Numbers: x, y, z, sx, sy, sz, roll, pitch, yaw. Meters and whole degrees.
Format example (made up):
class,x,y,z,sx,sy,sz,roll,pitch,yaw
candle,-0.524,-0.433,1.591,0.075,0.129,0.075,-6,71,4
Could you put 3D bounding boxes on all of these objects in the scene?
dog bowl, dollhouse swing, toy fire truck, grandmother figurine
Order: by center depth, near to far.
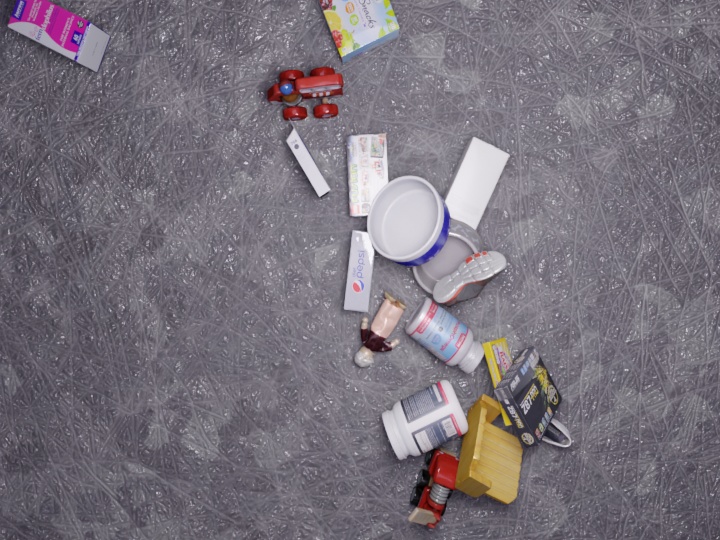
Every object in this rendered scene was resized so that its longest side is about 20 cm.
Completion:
class,x,y,z,sx,sy,sz,roll,pitch,yaw
dog bowl,0.116,-0.117,1.333,0.194,0.078,0.208,-9,73,29
toy fire truck,-0.135,-0.442,1.352,0.192,0.168,0.117,-5,94,2
dollhouse swing,0.343,0.457,1.374,0.170,0.184,0.205,19,58,3
dog bowl,0.216,-0.024,1.391,0.192,0.059,0.207,5,118,8
toy fire truck,0.186,0.564,1.401,0.125,0.200,0.182,21,95,-1
grandmother figurine,0.049,0.166,1.449,0.119,0.061,0.204,32,97,-2

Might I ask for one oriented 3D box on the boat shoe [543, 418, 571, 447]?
class,x,y,z,sx,sy,sz,roll,pitch,yaw
boat shoe,0.465,0.397,1.448,0.194,0.065,0.076,24,95,0

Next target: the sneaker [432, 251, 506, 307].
class,x,y,z,sx,sy,sz,roll,pitch,yaw
sneaker,0.272,0.025,1.345,0.196,0.079,0.081,-30,135,24

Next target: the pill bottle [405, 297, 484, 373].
class,x,y,z,sx,sy,sz,roll,pitch,yaw
pill bottle,0.218,0.170,1.417,0.197,0.109,0.110,36,94,-2

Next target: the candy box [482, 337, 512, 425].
class,x,y,z,sx,sy,sz,roll,pitch,yaw
candy box,0.368,0.278,1.407,0.026,0.101,0.207,-21,79,34

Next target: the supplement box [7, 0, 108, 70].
class,x,y,z,sx,sy,sz,roll,pitch,yaw
supplement box,-0.756,-0.602,1.392,0.195,0.103,0.104,25,95,1

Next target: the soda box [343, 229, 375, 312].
class,x,y,z,sx,sy,sz,roll,pitch,yaw
soda box,0.000,0.000,1.433,0.066,0.063,0.208,6,94,1

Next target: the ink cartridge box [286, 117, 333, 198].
class,x,y,z,sx,sy,sz,roll,pitch,yaw
ink cartridge box,-0.136,-0.280,1.399,0.038,0.099,0.204,-29,92,5

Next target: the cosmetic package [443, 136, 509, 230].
class,x,y,z,sx,sy,sz,roll,pitch,yaw
cosmetic package,0.283,-0.217,1.400,0.105,0.085,0.205,26,94,-1

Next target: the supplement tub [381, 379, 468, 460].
class,x,y,z,sx,sy,sz,roll,pitch,yaw
supplement tub,0.166,0.384,1.418,0.195,0.140,0.144,-25,93,3

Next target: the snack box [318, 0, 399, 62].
class,x,y,z,sx,sy,sz,roll,pitch,yaw
snack box,-0.012,-0.658,1.384,0.164,0.068,0.206,-22,94,3

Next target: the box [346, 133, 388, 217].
class,x,y,z,sx,sy,sz,roll,pitch,yaw
box,0.020,-0.245,1.429,0.106,0.035,0.208,-2,94,2

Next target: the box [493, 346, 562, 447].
class,x,y,z,sx,sy,sz,roll,pitch,yaw
box,0.425,0.313,1.389,0.049,0.198,0.164,-29,93,43
